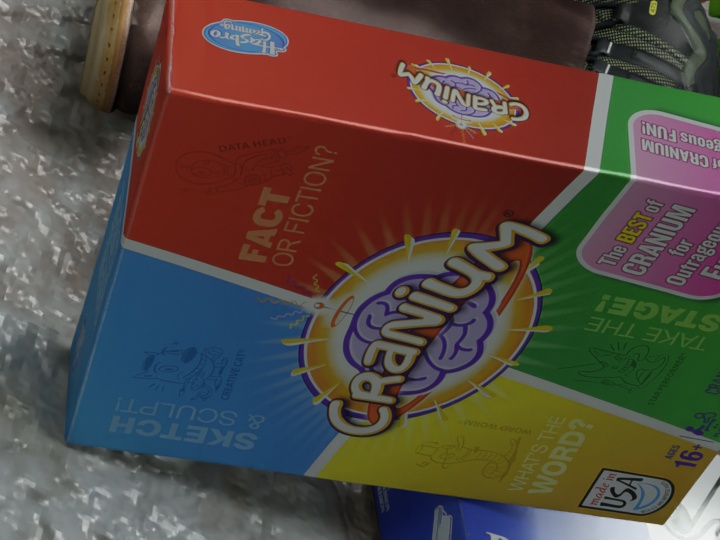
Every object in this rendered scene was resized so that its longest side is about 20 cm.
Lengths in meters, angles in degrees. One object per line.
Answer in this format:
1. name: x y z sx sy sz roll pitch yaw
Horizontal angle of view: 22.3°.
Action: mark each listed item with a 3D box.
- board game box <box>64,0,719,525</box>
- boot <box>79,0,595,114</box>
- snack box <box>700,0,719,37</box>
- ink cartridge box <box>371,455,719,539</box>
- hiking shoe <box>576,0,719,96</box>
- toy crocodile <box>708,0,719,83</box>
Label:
1. board game box: 0.025 0.005 0.532 0.198 0.153 0.041 9 48 -13
2. boot: 0.000 -0.089 0.668 0.165 0.073 0.200 20 29 6
3. snack box: 0.213 -0.108 0.883 0.198 0.024 0.072 1 46 10
4. ink cartridge box: 0.094 0.103 0.654 0.199 0.044 0.094 21 42 -33
5. hiking shoe: 0.103 -0.069 0.778 0.100 0.076 0.201 6 58 -42
6. toy crocodile: 0.182 -0.052 0.820 0.061 0.067 0.202 6 77 -39
